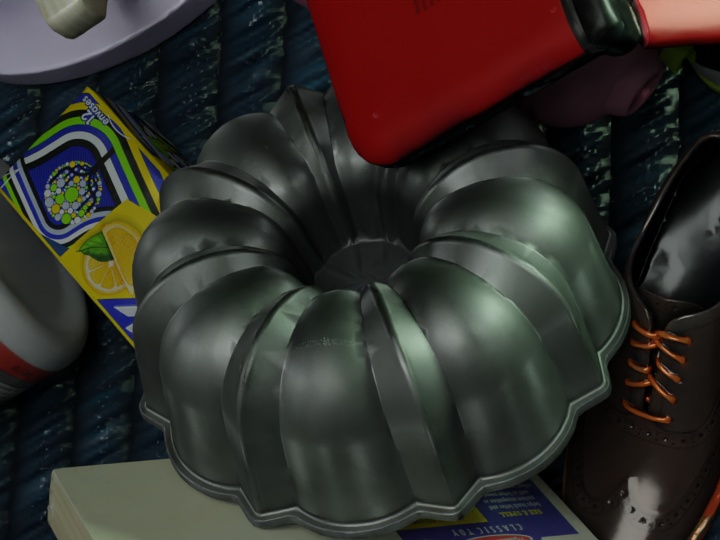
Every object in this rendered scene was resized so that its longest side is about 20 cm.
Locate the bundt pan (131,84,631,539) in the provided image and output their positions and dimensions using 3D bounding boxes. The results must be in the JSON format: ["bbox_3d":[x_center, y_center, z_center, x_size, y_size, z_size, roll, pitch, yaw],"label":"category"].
[{"bbox_3d":[0.000,0.000,0.890,0.202,0.076,0.202,-8,50,10],"label":"bundt pan"}]

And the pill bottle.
[{"bbox_3d":[-0.233,0.035,1.042,0.200,0.116,0.116,-30,70,14],"label":"pill bottle"}]

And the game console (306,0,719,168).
[{"bbox_3d":[0.069,-0.151,0.896,0.172,0.119,0.200,-29,66,29],"label":"game console"}]

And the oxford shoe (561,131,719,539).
[{"bbox_3d":[0.117,0.038,0.925,0.071,0.073,0.200,13,84,24],"label":"oxford shoe"}]

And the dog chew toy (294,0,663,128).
[{"bbox_3d":[0.043,-0.134,0.971,0.200,0.125,0.125,41,95,16],"label":"dog chew toy"}]

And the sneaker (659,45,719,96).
[{"bbox_3d":[0.207,-0.139,0.922,0.200,0.083,0.072,-43,68,8],"label":"sneaker"}]

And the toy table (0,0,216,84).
[{"bbox_3d":[-0.137,-0.174,1.049,0.200,0.117,0.184,-42,67,10],"label":"toy table"}]

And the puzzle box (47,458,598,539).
[{"bbox_3d":[-0.005,0.111,0.880,0.133,0.200,0.025,-133,47,-54],"label":"puzzle box"}]

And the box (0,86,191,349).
[{"bbox_3d":[-0.067,0.013,1.005,0.064,0.070,0.200,-47,66,7],"label":"box"}]
